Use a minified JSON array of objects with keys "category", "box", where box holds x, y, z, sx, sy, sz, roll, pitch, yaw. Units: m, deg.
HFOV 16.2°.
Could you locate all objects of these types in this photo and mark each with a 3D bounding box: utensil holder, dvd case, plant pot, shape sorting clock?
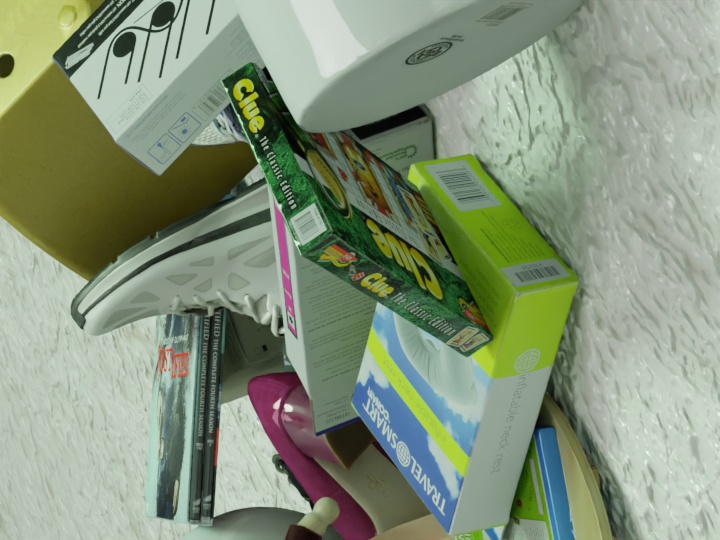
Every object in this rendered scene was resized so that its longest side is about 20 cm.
[{"category":"utensil holder","box":[-0.003,-0.188,1.199,0.200,0.170,0.170,65,160,9]},{"category":"dvd case","box":[-0.116,0.067,1.675,0.146,0.022,0.201,170,105,-74]},{"category":"plant pot","box":[-0.183,-0.135,1.586,0.176,0.200,0.200,21,-149,-53]},{"category":"shape sorting clock","box":[0.099,0.153,1.456,0.200,0.039,0.201,35,131,53]}]

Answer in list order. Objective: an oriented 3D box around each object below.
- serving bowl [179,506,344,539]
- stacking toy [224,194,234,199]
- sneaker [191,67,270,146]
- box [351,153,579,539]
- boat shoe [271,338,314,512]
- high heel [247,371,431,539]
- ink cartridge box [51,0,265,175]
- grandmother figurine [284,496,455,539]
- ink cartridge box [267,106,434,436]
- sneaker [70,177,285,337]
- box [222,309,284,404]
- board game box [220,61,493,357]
[{"category":"serving bowl","box":[-0.032,0.228,1.623,0.066,0.200,0.200,-48,58,32]},{"category":"stacking toy","box":[-0.135,-0.077,1.807,0.085,0.085,0.201,132,119,-69]},{"category":"sneaker","box":[-0.057,-0.109,1.430,0.200,0.085,0.077,-18,105,45]},{"category":"box","box":[0.053,0.050,1.409,0.122,0.048,0.200,52,141,40]},{"category":"boat shoe","box":[-0.027,0.113,1.688,0.073,0.062,0.200,-85,1,-46]},{"category":"high heel","box":[-0.001,0.144,1.630,0.096,0.067,0.200,21,143,52]},{"category":"ink cartridge box","box":[-0.073,-0.156,1.389,0.044,0.200,0.094,39,-171,-46]},{"category":"grandmother figurine","box":[-0.008,0.199,1.545,0.122,0.200,0.061,66,155,7]},{"category":"ink cartridge box","box":[0.000,0.000,1.485,0.037,0.094,0.200,47,151,48]},{"category":"sneaker","box":[-0.075,0.017,1.567,0.116,0.200,0.076,62,-175,4]},{"category":"box","box":[-0.078,0.043,1.761,0.069,0.082,0.200,69,159,6]},{"category":"board game box","box":[0.002,-0.027,1.263,0.200,0.023,0.105,32,-149,-61]}]
